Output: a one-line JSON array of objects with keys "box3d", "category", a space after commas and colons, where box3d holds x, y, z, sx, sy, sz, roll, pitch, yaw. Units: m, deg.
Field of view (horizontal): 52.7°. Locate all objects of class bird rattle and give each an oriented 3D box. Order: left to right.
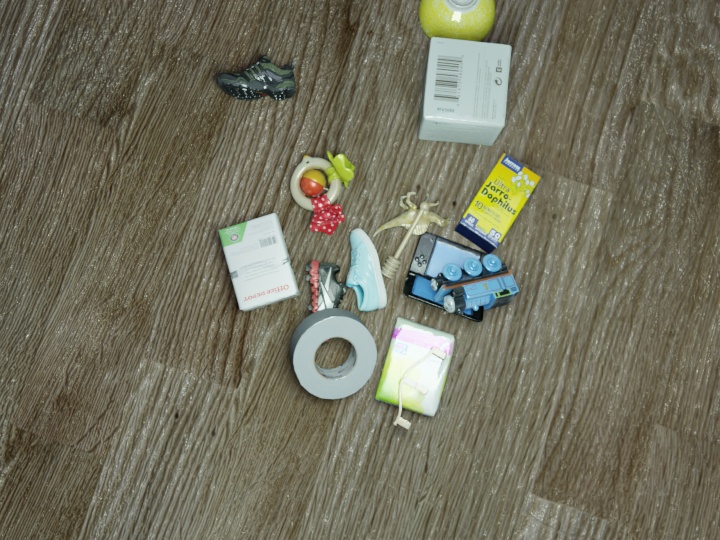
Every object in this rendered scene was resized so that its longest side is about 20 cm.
[{"box3d": [-0.095, -0.198, 1.780, 0.161, 0.113, 0.203, 23, 97, 14], "category": "bird rattle"}]

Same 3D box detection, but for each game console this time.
[{"box3d": [0.215, 0.012, 1.726, 0.197, 0.116, 0.179, 20, 84, 2], "category": "game console"}]

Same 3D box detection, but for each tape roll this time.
[{"box3d": [-0.064, 0.193, 1.690, 0.197, 0.066, 0.204, -4, 105, -14], "category": "tape roll"}]

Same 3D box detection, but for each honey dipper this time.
[{"box3d": [0.110, -0.075, 1.750, 0.038, 0.038, 0.202, 30, 100, 4], "category": "honey dipper"}]

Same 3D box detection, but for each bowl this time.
[{"box3d": [0.247, -0.669, 1.812, 0.196, 0.108, 0.204, 0, 82, 0], "category": "bowl"}]

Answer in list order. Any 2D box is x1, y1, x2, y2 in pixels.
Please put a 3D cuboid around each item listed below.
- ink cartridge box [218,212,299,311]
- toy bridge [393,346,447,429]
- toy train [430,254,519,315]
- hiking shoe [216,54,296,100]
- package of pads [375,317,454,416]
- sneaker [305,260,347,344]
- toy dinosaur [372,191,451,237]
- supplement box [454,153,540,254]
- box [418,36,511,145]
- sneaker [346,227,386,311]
[{"box3d": [-0.241, -0.016, 1.744, 0.144, 0.084, 0.203, -16, 84, -2], "category": "ink cartridge box"}, {"box3d": [0.125, 0.265, 1.672, 0.066, 0.027, 0.202, 28, 85, 7], "category": "toy bridge"}, {"box3d": [0.259, 0.036, 1.658, 0.197, 0.087, 0.116, -12, 65, -20], "category": "toy train"}, {"box3d": [-0.258, -0.484, 1.814, 0.196, 0.076, 0.103, 3, 75, -9], "category": "hiking shoe"}, {"box3d": [0.133, 0.230, 1.725, 0.152, 0.068, 0.203, 17, 84, 3], "category": "package of pads"}, {"box3d": [-0.076, 0.073, 1.740, 0.096, 0.071, 0.204, -5, 82, 1], "category": "sneaker"}, {"box3d": [0.124, -0.136, 1.773, 0.196, 0.058, 0.103, -6, 84, -1], "category": "toy dinosaur"}, {"box3d": [0.327, -0.159, 1.750, 0.108, 0.110, 0.202, 33, 84, 4], "category": "supplement box"}, {"box3d": [0.247, -0.425, 1.751, 0.196, 0.171, 0.203, 6, 83, 0], "category": "box"}, {"box3d": [0.000, 0.000, 1.738, 0.081, 0.074, 0.203, -14, 82, -28], "category": "sneaker"}]
